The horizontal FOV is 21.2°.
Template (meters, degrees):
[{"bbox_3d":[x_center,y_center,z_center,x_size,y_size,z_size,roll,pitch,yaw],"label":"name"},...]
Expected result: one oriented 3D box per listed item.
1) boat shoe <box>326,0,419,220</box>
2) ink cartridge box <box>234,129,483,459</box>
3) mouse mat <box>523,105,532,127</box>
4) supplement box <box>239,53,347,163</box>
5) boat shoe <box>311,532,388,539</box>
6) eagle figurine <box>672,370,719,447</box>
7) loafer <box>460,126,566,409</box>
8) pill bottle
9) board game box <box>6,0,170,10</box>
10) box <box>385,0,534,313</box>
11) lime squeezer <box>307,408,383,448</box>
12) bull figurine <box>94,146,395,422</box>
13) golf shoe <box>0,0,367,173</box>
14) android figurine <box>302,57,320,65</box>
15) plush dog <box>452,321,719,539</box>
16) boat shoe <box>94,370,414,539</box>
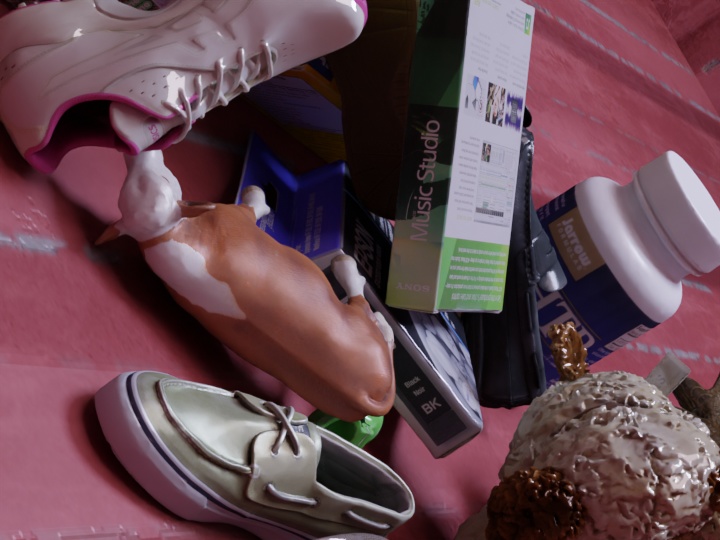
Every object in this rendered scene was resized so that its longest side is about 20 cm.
[{"bbox_3d":[0.024,-0.134,1.206,0.069,0.074,0.200,-34,129,-48],"label":"boat shoe"},{"bbox_3d":[0.000,0.000,1.213,0.200,0.043,0.198,51,11,-15],"label":"ink cartridge box"},{"bbox_3d":[0.038,-0.160,1.456,0.161,0.008,0.200,51,-21,-13],"label":"mouse mat"},{"bbox_3d":[-0.002,-0.143,1.306,0.200,0.109,0.110,35,72,-49],"label":"supplement box"},{"bbox_3d":[0.004,0.179,0.933,0.200,0.076,0.072,27,37,-53],"label":"boat shoe"},{"bbox_3d":[0.212,0.177,1.287,0.152,0.200,0.151,-17,43,-40],"label":"eagle figurine"},{"bbox_3d":[0.108,-0.002,1.330,0.068,0.070,0.201,-102,-165,-78],"label":"loafer"},{"bbox_3d":[0.167,0.002,1.416,0.120,0.200,0.120,48,21,-25],"label":"pill bottle"},{"bbox_3d":[-0.167,-0.223,1.111,0.200,0.097,0.160,39,26,-43],"label":"board game box"},{"bbox_3d":[0.063,-0.074,1.171,0.144,0.036,0.200,5,90,-70],"label":"box"},{"bbox_3d":[-0.021,0.075,1.089,0.071,0.038,0.200,56,20,-3],"label":"lime squeezer"},{"bbox_3d":[-0.059,0.004,1.047,0.200,0.065,0.121,44,19,-11],"label":"bull figurine"},{"bbox_3d":[-0.091,-0.100,0.991,0.075,0.200,0.092,79,-1,-60],"label":"golf shoe"},{"bbox_3d":[-0.079,-0.214,1.102,0.200,0.041,0.182,64,20,15],"label":"android figurine"},{"bbox_3d":[0.150,0.115,1.109,0.172,0.200,0.161,-147,-131,-82],"label":"plush dog"},{"bbox_3d":[-0.049,0.091,0.954,0.200,0.062,0.072,34,30,-47],"label":"boat shoe"}]
